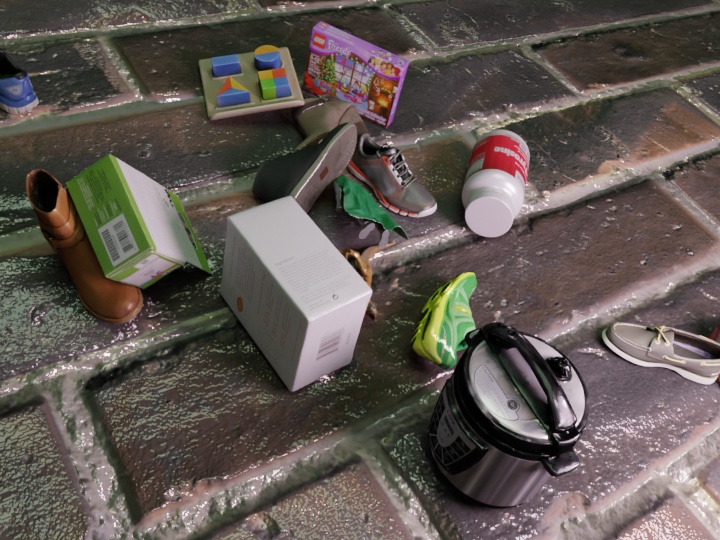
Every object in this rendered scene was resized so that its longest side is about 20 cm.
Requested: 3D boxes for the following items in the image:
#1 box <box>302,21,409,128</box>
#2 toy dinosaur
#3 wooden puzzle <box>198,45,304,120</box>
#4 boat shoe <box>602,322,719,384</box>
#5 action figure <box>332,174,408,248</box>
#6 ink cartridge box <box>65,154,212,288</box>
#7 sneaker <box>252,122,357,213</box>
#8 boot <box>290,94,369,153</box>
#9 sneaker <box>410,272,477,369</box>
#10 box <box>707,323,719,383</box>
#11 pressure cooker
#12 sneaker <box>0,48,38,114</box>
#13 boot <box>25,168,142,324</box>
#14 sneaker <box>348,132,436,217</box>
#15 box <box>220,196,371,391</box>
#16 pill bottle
[{"bbox_3d":[-0.013,-0.384,1.449,0.197,0.138,0.039,26,44,9],"label":"box"},{"bbox_3d":[0.000,0.000,1.157,0.106,0.060,0.202,42,33,-28],"label":"toy dinosaur"},{"bbox_3d":[-0.214,-0.372,1.413,0.181,0.047,0.202,-11,49,-9],"label":"wooden puzzle"},{"bbox_3d":[0.490,0.120,1.181,0.198,0.061,0.073,18,44,0],"label":"boat shoe"},{"bbox_3d":[-0.004,-0.109,1.229,0.117,0.055,0.201,25,20,-31],"label":"action figure"},{"bbox_3d":[-0.300,-0.054,1.030,0.075,0.200,0.150,-29,75,6],"label":"ink cartridge box"},{"bbox_3d":[-0.094,-0.188,1.241,0.105,0.075,0.201,27,66,26],"label":"sneaker"},{"bbox_3d":[-0.084,-0.265,1.372,0.198,0.071,0.146,-24,52,-35],"label":"boot"},{"bbox_3d":[0.137,0.077,1.117,0.084,0.074,0.201,45,42,-8],"label":"sneaker"},{"bbox_3d":[0.683,0.141,1.198,0.195,0.096,0.101,9,46,-9],"label":"box"},{"bbox_3d":[0.186,0.174,0.923,0.173,0.202,0.180,24,45,5],"label":"pressure cooker"},{"bbox_3d":[-0.636,-0.349,1.251,0.197,0.090,0.079,26,44,8],"label":"sneaker"},{"bbox_3d":[-0.369,-0.033,0.978,0.076,0.157,0.201,-29,59,-17],"label":"boot"},{"bbox_3d":[0.056,-0.172,1.307,0.199,0.083,0.077,37,48,19],"label":"sneaker"},{"bbox_3d":[-0.095,0.029,1.006,0.105,0.154,0.201,-22,57,-32],"label":"box"},{"bbox_3d":[0.244,-0.157,1.331,0.110,0.113,0.202,19,45,1],"label":"pill bottle"}]
